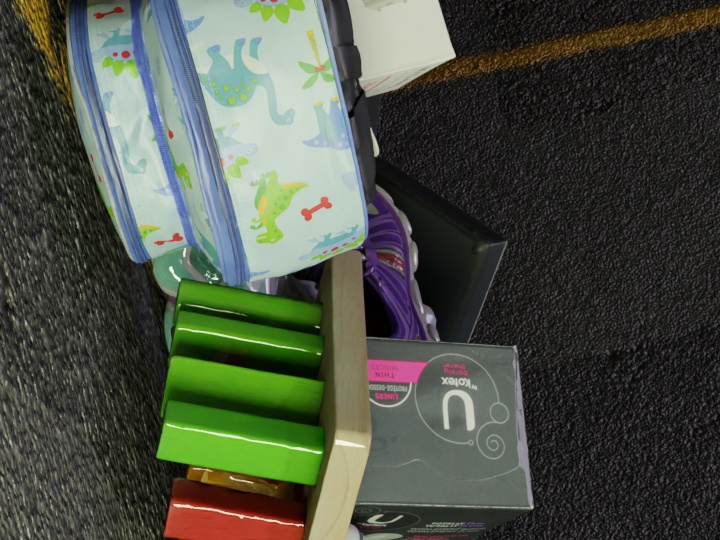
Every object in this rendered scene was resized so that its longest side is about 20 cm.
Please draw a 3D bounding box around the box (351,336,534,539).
[{"bbox_3d":[0.008,0.120,1.157,0.200,0.122,0.106,139,-49,-60],"label":"box"}]

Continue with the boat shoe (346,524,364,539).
[{"bbox_3d":[-0.012,0.242,1.026,0.071,0.070,0.201,143,-41,-72],"label":"boat shoe"}]

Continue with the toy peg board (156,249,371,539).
[{"bbox_3d":[-0.065,0.110,0.979,0.200,0.097,0.200,-92,-165,-63],"label":"toy peg board"}]

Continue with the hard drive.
[{"bbox_3d":[0.027,0.030,1.484,0.033,0.139,0.201,-11,128,-49],"label":"hard drive"}]

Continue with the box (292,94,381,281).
[{"bbox_3d":[-0.031,-0.072,1.485,0.200,0.049,0.162,118,-15,-57],"label":"box"}]

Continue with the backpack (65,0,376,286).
[{"bbox_3d":[-0.071,-0.082,0.956,0.200,0.146,0.184,-130,-155,-74],"label":"backpack"}]

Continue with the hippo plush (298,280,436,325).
[{"bbox_3d":[-0.034,0.095,1.380,0.161,0.159,0.201,27,49,-53],"label":"hippo plush"}]

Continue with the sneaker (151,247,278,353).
[{"bbox_3d":[-0.092,-0.026,1.146,0.140,0.077,0.201,-76,164,-84],"label":"sneaker"}]

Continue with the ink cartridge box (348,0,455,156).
[{"bbox_3d":[-0.006,-0.164,1.091,0.116,0.067,0.201,168,-94,-74],"label":"ink cartridge box"}]

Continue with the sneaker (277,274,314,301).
[{"bbox_3d":[-0.082,0.001,1.265,0.092,0.075,0.201,16,56,-77],"label":"sneaker"}]

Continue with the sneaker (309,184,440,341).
[{"bbox_3d":[0.000,0.000,1.277,0.083,0.080,0.200,48,14,-51],"label":"sneaker"}]
